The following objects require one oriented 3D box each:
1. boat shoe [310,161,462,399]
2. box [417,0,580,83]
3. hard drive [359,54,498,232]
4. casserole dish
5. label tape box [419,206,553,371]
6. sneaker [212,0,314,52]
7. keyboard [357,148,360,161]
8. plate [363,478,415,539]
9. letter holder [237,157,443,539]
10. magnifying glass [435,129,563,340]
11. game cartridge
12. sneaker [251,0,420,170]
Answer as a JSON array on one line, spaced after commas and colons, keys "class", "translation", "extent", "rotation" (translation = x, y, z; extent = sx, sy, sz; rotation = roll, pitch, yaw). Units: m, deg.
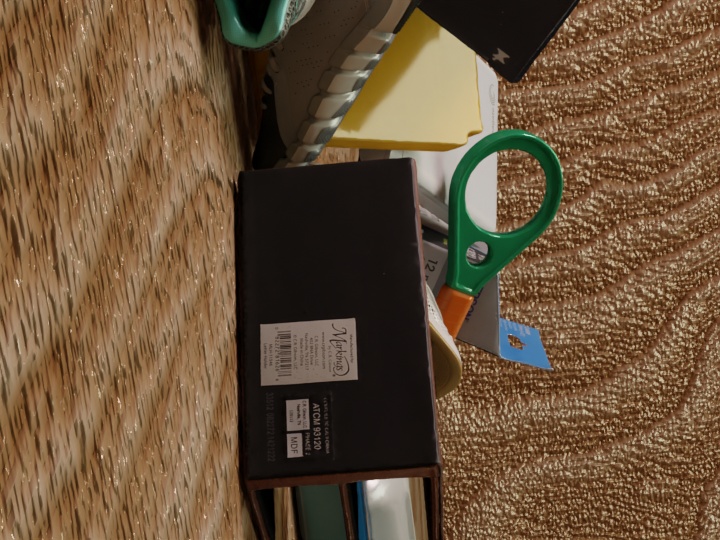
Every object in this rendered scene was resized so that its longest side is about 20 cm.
[{"class": "boat shoe", "translation": [0.000, 0.000, 1.302], "extent": [0.200, 0.071, 0.069], "rotation": [57, 15, -30]}, {"class": "box", "translation": [0.085, -0.262, 1.230], "extent": [0.200, 0.197, 0.117], "rotation": [-54, -179, -33]}, {"class": "hard drive", "translation": [0.052, -0.110, 1.397], "extent": [0.200, 0.027, 0.132], "rotation": [31, 58, -63]}, {"class": "casserole dish", "translation": [-0.017, 0.159, 1.284], "extent": [0.121, 0.039, 0.200], "rotation": [-80, 163, -77]}, {"class": "label tape box", "translation": [0.058, -0.001, 1.480], "extent": [0.143, 0.200, 0.066], "rotation": [-83, -166, -78]}, {"class": "sneaker", "translation": [-0.056, -0.202, 1.001], "extent": [0.091, 0.078, 0.200], "rotation": [-83, 166, -58]}, {"class": "keyboard", "translation": [0.021, -0.102, 1.434], "extent": [0.200, 0.040, 0.104], "rotation": [-82, 177, -76]}, {"class": "plate", "translation": [0.015, 0.124, 1.392], "extent": [0.200, 0.032, 0.200], "rotation": [82, 2, -55]}, {"class": "letter holder", "translation": [-0.009, 0.061, 1.091], "extent": [0.142, 0.100, 0.200], "rotation": [83, 3, -54]}, {"class": "magnifying glass", "translation": [0.079, -0.006, 1.389], "extent": [0.200, 0.080, 0.022], "rotation": [-66, -158, 9]}, {"class": "game cartridge", "translation": [-0.001, -0.178, 1.277], "extent": [0.032, 0.176, 0.200], "rotation": [-12, -100, 50]}, {"class": "sneaker", "translation": [-0.042, -0.145, 1.135], "extent": [0.200, 0.115, 0.075], "rotation": [-54, -173, 36]}]
